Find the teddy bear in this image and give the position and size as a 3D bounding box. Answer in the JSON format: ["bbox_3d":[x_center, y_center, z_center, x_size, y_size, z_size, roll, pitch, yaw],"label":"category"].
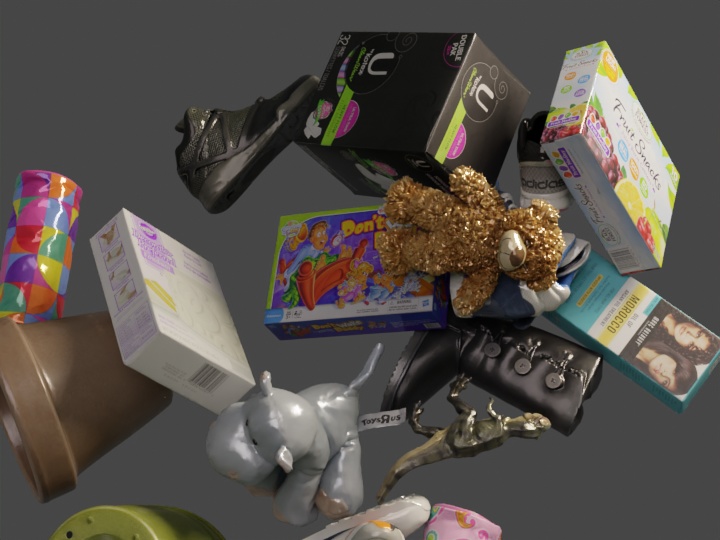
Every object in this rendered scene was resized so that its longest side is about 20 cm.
[{"bbox_3d":[0.105,-0.033,1.564,0.199,0.067,0.146,29,96,23],"label":"teddy bear"}]

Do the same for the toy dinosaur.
[{"bbox_3d":[0.094,0.162,1.575,0.198,0.048,0.089,-21,54,-8],"label":"toy dinosaur"}]

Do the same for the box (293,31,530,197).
[{"bbox_3d":[0.056,-0.167,1.679,0.199,0.124,0.150,9,70,43],"label":"box"}]

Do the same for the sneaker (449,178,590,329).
[{"bbox_3d":[0.178,-0.032,1.647,0.145,0.081,0.201,-5,47,19],"label":"sneaker"}]

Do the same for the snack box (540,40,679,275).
[{"bbox_3d":[0.264,-0.115,1.611,0.053,0.200,0.143,-12,41,32],"label":"snack box"}]

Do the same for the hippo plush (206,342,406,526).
[{"bbox_3d":[-0.065,0.184,1.572,0.198,0.161,0.161,-23,80,20],"label":"hippo plush"}]

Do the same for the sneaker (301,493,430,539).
[{"bbox_3d":[-0.007,0.295,1.586,0.199,0.076,0.081,-30,75,18],"label":"sneaker"}]

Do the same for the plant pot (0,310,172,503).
[{"bbox_3d":[-0.302,0.122,1.656,0.173,0.201,0.201,-23,67,-19],"label":"plant pot"}]

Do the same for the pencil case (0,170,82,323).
[{"bbox_3d":[-0.373,-0.012,1.757,0.087,0.089,0.202,5,70,11],"label":"pencil case"}]

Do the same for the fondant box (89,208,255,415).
[{"bbox_3d":[-0.201,0.043,1.637,0.058,0.144,0.201,-42,43,15],"label":"fondant box"}]

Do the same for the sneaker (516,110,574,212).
[{"bbox_3d":[0.211,-0.139,1.661,0.073,0.088,0.200,4,30,17],"label":"sneaker"}]

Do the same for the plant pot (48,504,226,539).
[{"bbox_3d":[-0.234,0.319,1.556,0.198,0.193,0.203,-3,69,8],"label":"plant pot"}]

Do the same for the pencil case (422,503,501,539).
[{"bbox_3d":[0.078,0.339,1.558,0.087,0.088,0.202,16,75,14],"label":"pencil case"}]

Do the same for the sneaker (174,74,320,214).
[{"bbox_3d":[-0.138,-0.172,1.778,0.199,0.076,0.114,-45,76,-2],"label":"sneaker"}]

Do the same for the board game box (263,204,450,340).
[{"bbox_3d":[0.000,0.000,1.676,0.198,0.045,0.136,-6,61,24],"label":"board game box"}]

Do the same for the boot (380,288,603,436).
[{"bbox_3d":[0.139,0.126,1.639,0.199,0.066,0.166,26,78,12],"label":"boot"}]

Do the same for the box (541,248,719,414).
[{"bbox_3d":[0.283,0.058,1.643,0.199,0.049,0.082,36,80,19],"label":"box"}]

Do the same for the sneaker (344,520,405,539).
[{"bbox_3d":[0.005,0.348,1.520,0.075,0.092,0.202,11,106,-8],"label":"sneaker"}]
